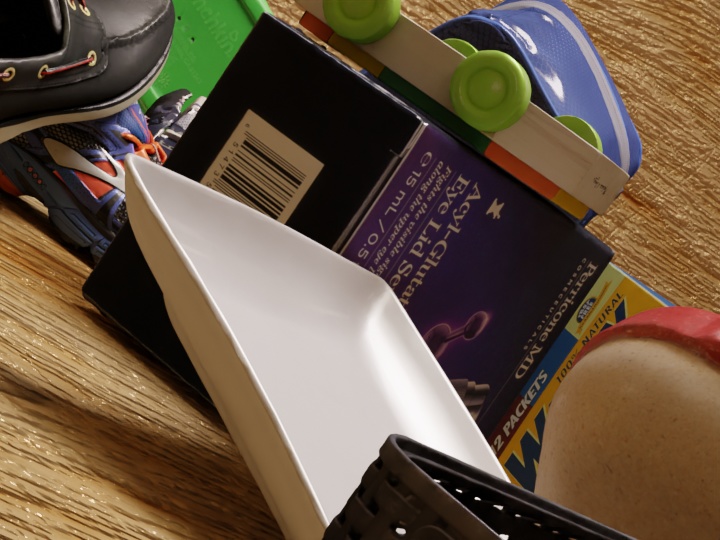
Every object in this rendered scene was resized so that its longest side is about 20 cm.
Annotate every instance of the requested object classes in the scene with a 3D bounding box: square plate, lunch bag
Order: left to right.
[{"bbox_3d":[0.002,0.064,0.804,0.200,0.028,0.199,26,30,-59],"label":"square plate"},{"bbox_3d":[0.049,-0.059,1.282,0.136,0.199,0.132,63,26,-1],"label":"lunch bag"}]

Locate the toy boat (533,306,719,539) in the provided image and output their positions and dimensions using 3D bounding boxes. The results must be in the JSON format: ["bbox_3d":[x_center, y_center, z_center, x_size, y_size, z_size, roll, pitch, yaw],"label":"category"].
[{"bbox_3d":[0.129,0.088,0.714,0.130,0.201,0.131,32,48,27],"label":"toy boat"}]

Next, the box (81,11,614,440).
[{"bbox_3d":[0.000,0.000,1.011,0.104,0.148,0.200,37,6,33],"label":"box"}]

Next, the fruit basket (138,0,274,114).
[{"bbox_3d":[-0.135,-0.139,1.365,0.216,0.155,0.216,51,-12,15],"label":"fruit basket"}]

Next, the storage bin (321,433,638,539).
[{"bbox_3d":[0.069,0.129,0.521,0.135,0.094,0.200,38,7,38],"label":"storage bin"}]

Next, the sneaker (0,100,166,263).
[{"bbox_3d":[-0.122,-0.051,1.107,0.200,0.079,0.075,34,5,-1],"label":"sneaker"}]

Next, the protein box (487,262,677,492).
[{"bbox_3d":[0.196,0.120,1.217,0.200,0.135,0.199,32,5,-21],"label":"protein box"}]

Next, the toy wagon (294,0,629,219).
[{"bbox_3d":[0.029,-0.093,1.014,0.200,0.040,0.155,36,4,19],"label":"toy wagon"}]

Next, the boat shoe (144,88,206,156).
[{"bbox_3d":[-0.056,0.001,1.203,0.200,0.075,0.093,43,32,-5],"label":"boat shoe"}]

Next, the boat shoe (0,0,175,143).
[{"bbox_3d":[-0.149,-0.107,1.047,0.074,0.063,0.201,37,35,20],"label":"boat shoe"}]
